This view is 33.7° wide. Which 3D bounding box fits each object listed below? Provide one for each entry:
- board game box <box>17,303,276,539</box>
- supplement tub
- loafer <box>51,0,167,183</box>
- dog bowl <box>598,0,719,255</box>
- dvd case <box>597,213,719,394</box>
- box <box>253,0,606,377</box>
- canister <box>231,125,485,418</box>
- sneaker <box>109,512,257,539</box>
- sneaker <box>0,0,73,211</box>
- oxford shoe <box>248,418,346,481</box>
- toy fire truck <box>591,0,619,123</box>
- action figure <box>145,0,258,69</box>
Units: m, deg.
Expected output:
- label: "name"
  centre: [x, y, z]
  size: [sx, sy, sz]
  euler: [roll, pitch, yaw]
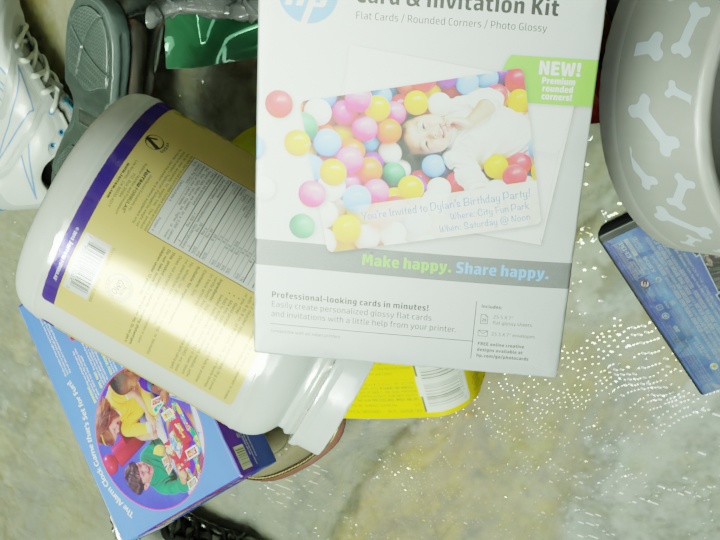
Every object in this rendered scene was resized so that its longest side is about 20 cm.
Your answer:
- label: "board game box"
  centre: [-0.162, 0.082, 0.886]
  size: [0.134, 0.045, 0.202]
  euler: [-32, 79, 30]
- label: "supplement tub"
  centre: [-0.082, 0.004, 0.695]
  size: [0.198, 0.146, 0.146]
  euler: [29, 127, -2]
- label: "loafer"
  centre: [-0.164, -0.091, 0.810]
  size: [0.072, 0.063, 0.202]
  euler: [34, 127, 30]
- label: "dog bowl"
  centre: [0.215, -0.098, 0.607]
  size: [0.058, 0.199, 0.202]
  euler: [29, 143, 54]
- label: "dvd case"
  centre: [0.270, -0.010, 0.750]
  size: [0.199, 0.018, 0.143]
  euler: [-27, 109, 32]
- label: "box"
  centre: [0.028, -0.052, 0.562]
  size: [0.153, 0.041, 0.203]
  euler: [5, 113, 2]
- label: "canister"
  centre: [0.000, 0.000, 0.810]
  size: [0.146, 0.087, 0.202]
  euler: [-3, 122, 22]
- label: "sneaker"
  centre: [-0.132, 0.244, 1.031]
  size: [0.200, 0.074, 0.079]
  euler: [41, 116, -17]
- label: "sneaker"
  centre: [-0.232, -0.127, 0.827]
  size: [0.085, 0.075, 0.202]
  euler: [7, 128, -1]
- label: "oxford shoe"
  centre: [-0.105, 0.127, 0.922]
  size: [0.198, 0.071, 0.075]
  euler: [-17, 155, 27]
- label: "toy fire truck"
  centre: [0.086, -0.158, 0.624]
  size: [0.111, 0.169, 0.201]
  euler: [-26, 111, 31]
- label: "action figure"
  centre: [-0.036, -0.174, 0.731]
  size: [0.197, 0.055, 0.120]
  euler: [4, 120, 12]
